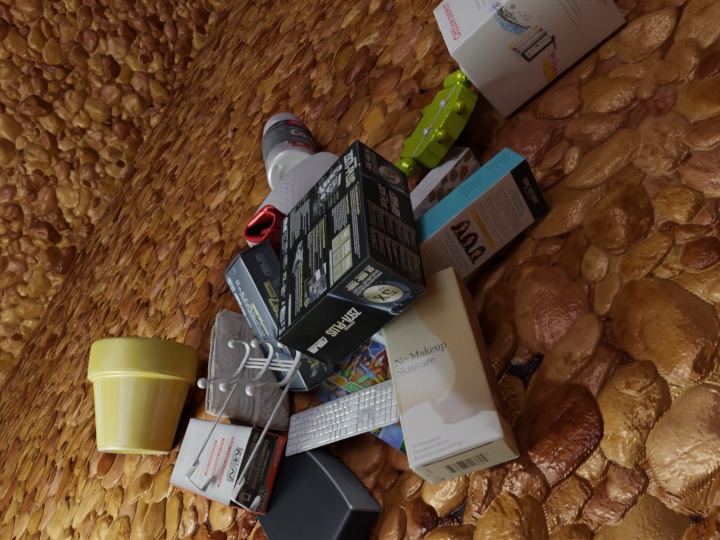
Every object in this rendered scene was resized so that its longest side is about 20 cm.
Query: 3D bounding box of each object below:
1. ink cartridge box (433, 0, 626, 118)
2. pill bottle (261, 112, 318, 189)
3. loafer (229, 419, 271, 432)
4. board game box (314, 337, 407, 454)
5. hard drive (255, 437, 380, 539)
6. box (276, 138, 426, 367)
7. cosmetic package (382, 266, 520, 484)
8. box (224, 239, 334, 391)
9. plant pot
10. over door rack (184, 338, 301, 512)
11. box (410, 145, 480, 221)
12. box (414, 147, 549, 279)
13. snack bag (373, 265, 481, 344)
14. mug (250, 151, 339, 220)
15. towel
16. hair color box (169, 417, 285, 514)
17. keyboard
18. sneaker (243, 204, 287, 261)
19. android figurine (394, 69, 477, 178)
[{"bbox_3d":[0.227,-0.355,0.864,0.199,0.144,0.149,-36,37,27],"label":"ink cartridge box"},{"bbox_3d":[-0.145,-0.242,1.279,0.114,0.113,0.202,-43,35,18],"label":"pill bottle"},{"bbox_3d":[-0.197,0.212,0.996,0.074,0.071,0.199,-55,33,0],"label":"loafer"},{"bbox_3d":[0.030,0.138,0.798,0.199,0.034,0.137,15,73,56],"label":"board game box"},{"bbox_3d":[-0.066,0.299,0.779,0.199,0.042,0.137,22,80,57],"label":"hard drive"},{"bbox_3d":[-0.018,-0.022,0.726,0.163,0.085,0.203,-42,35,31],"label":"box"},{"bbox_3d":[0.089,0.109,0.666,0.104,0.071,0.203,-24,52,14],"label":"cosmetic package"},{"bbox_3d":[-0.121,0.071,0.879,0.050,0.203,0.157,-27,1,-23],"label":"box"},{"bbox_3d":[-0.410,0.240,1.158,0.199,0.198,0.193,-18,64,43],"label":"plant pot"},{"bbox_3d":[-0.158,0.181,0.779,0.146,0.066,0.204,-8,60,51],"label":"over door rack"},{"bbox_3d":[0.090,-0.093,0.879,0.200,0.039,0.041,-48,31,-10],"label":"box"},{"bbox_3d":[0.126,-0.050,0.750,0.199,0.083,0.049,-39,33,1],"label":"box"},{"bbox_3d":[0.065,0.011,0.839,0.201,0.021,0.188,-48,32,-11],"label":"snack bag"},{"bbox_3d":[-0.075,-0.109,1.027,0.177,0.147,0.200,-56,8,-17],"label":"mug"},{"bbox_3d":[-0.170,0.149,0.961,0.035,0.130,0.202,-52,31,32],"label":"towel"},{"bbox_3d":[-0.192,0.271,0.876,0.198,0.061,0.104,-11,58,52],"label":"hair color box"},{"bbox_3d":[-0.025,0.187,0.780,0.198,0.011,0.057,-28,37,36],"label":"keyboard"},{"bbox_3d":[-0.074,-0.043,0.879,0.195,0.116,0.080,-6,72,13],"label":"sneaker"},{"bbox_3d":[0.112,-0.217,0.933,0.184,0.041,0.200,-58,12,5],"label":"android figurine"}]
